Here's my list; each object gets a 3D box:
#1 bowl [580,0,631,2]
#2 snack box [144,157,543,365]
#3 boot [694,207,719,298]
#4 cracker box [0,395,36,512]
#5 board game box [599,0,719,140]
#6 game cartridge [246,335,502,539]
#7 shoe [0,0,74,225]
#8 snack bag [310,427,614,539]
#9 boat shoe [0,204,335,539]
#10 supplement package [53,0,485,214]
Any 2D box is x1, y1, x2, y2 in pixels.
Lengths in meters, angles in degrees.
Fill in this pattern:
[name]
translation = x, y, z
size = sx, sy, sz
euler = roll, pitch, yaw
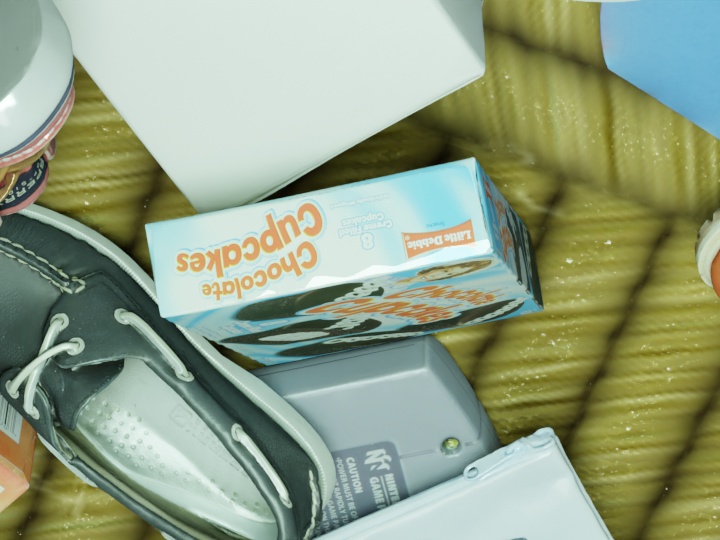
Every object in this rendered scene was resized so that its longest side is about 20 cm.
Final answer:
[bowl]
translation = 0.070, -0.162, 0.996
size = 0.201, 0.201, 0.090
euler = 12, 149, -8
[snack box]
translation = 0.000, 0.000, 1.091
size = 0.116, 0.200, 0.037
euler = -12, 82, 7
[boot]
translation = 0.225, 0.013, 1.119
size = 0.200, 0.107, 0.075
euler = 0, 141, 10
[cracker box]
translation = -0.247, 0.090, 1.215
size = 0.200, 0.058, 0.134
euler = -39, 115, 21
[board game box]
translation = 0.188, -0.101, 1.104
size = 0.200, 0.039, 0.158
euler = 30, 134, -24
[game cartridge]
translation = 0.004, 0.119, 1.250
size = 0.133, 0.041, 0.200
euler = -9, 123, 9
[shoe]
translation = -0.131, -0.054, 1.020
size = 0.071, 0.200, 0.091
euler = -50, 121, -12
[snack bag]
translation = 0.037, 0.169, 1.251
size = 0.188, 0.021, 0.200
euler = -25, 121, 13
[boat shoe]
translation = -0.098, 0.043, 1.159
size = 0.200, 0.060, 0.076
euler = 32, 115, 0
[supplement package]
translation = -0.058, -0.141, 1.028
size = 0.120, 0.121, 0.200
euler = -28, 118, 17
